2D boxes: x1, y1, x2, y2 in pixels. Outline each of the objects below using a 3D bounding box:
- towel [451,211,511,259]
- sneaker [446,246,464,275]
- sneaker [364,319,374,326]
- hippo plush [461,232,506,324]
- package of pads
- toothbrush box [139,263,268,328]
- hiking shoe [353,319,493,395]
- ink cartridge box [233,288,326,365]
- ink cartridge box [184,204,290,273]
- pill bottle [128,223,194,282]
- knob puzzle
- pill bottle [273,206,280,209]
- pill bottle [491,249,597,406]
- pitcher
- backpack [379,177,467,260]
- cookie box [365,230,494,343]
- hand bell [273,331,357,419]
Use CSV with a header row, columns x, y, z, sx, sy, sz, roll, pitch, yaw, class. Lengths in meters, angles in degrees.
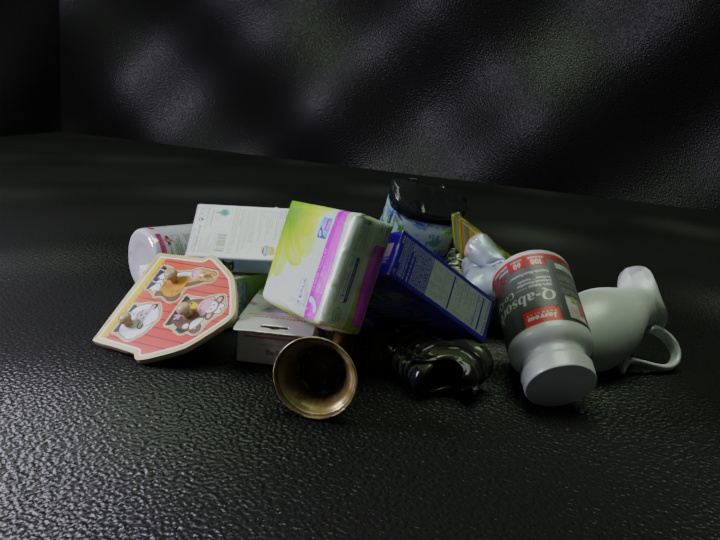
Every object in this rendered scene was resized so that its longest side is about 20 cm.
x,y,z,sx,sy,sz,roll,pitch,yaw,class
0.227,-0.026,1.317,0.018,0.086,0.200,-26,42,-17,towel
0.182,-0.023,1.489,0.076,0.116,0.201,7,16,7,sneaker
0.000,0.000,1.216,0.088,0.200,0.081,-34,3,-31,sneaker
0.189,0.053,1.238,0.161,0.159,0.200,-25,42,-18,hippo plush
-0.050,-0.005,0.988,0.068,0.155,0.200,18,0,-31,package of pads
-0.237,0.032,1.206,0.145,0.086,0.200,17,21,38,toothbrush box
0.076,0.121,1.004,0.200,0.076,0.101,7,17,20,hiking shoe
-0.112,0.088,1.075,0.117,0.067,0.200,6,14,3,ink cartridge box
-0.170,-0.050,1.180,0.200,0.042,0.119,1,49,2,ink cartridge box
-0.309,-0.029,1.348,0.200,0.114,0.113,-9,21,-42,pill bottle
-0.261,0.045,1.043,0.219,0.030,0.220,-11,44,10,knob puzzle
-0.082,-0.028,1.293,0.200,0.109,0.109,31,9,-16,pill bottle
0.254,0.078,1.018,0.116,0.116,0.200,3,46,-8,pill bottle
0.397,0.100,1.129,0.200,0.172,0.121,-22,-16,-33,pitcher
0.103,-0.063,1.448,0.163,0.200,0.154,12,54,-17,backpack
0.064,0.032,1.064,0.200,0.075,0.171,35,-26,-31,cookie box
-0.036,0.106,0.969,0.104,0.104,0.200,8,14,9,hand bell
